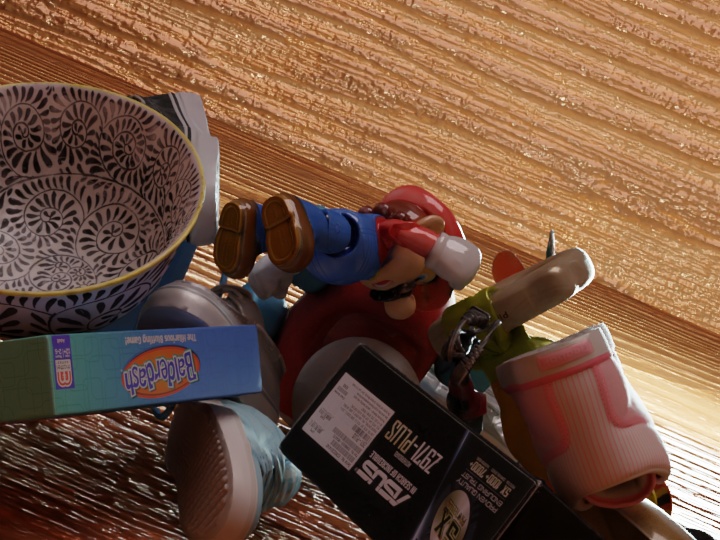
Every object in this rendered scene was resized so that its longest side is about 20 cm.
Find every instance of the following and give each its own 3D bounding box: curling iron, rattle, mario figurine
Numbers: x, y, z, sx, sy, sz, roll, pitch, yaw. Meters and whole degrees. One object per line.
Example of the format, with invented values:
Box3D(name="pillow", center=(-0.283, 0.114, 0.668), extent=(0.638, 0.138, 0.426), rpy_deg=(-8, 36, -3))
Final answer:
Box3D(name="curling iron", center=(0.072, 0.075, 1.103), extent=(0.025, 0.050, 0.200), rpy_deg=(27, -17, 16))
Box3D(name="rattle", center=(0.131, 0.053, 1.248), extent=(0.143, 0.130, 0.200), rpy_deg=(46, 4, 3))
Box3D(name="mario figurine", center=(0.000, 0.000, 1.186), extent=(0.199, 0.107, 0.123), rpy_deg=(4, 28, -46))

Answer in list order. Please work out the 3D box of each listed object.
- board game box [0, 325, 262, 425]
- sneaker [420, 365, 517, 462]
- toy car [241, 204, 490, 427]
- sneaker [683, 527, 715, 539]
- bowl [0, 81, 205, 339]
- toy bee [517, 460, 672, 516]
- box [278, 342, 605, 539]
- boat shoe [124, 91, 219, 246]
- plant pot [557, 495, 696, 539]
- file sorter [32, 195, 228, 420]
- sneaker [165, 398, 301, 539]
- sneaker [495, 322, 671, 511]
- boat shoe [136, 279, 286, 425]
Box3D(name="board game box", center=(-0.172, 0.062, 1.007), extent=(0.151, 0.046, 0.199), rpy_deg=(-8, -4, 30))
Box3D(name="sneaker", center=(0.102, 0.132, 1.459), extent=(0.200, 0.099, 0.078), rpy_deg=(42, 53, -4))
Box3D(name="toy car", center=(-0.010, 0.093, 1.281), extent=(0.183, 0.177, 0.201), rpy_deg=(34, 34, -14))
Box3D(name="sneaker", center=(0.276, 0.250, 1.254), extent=(0.088, 0.074, 0.199), rpy_deg=(44, -10, -29))
Box3D(name="bowl", center=(-0.195, -0.020, 1.074), extent=(0.198, 0.095, 0.202), rpy_deg=(4, 41, -4))
Box3D(name="toy bee", center=(0.165, 0.136, 1.252), extent=(0.131, 0.109, 0.199), rpy_deg=(38, 11, 34))
Box3D(name="box", center=(0.068, 0.153, 1.049), extent=(0.164, 0.086, 0.200), rpy_deg=(42, -4, -38))
Box3D(name="boat shoe", center=(-0.138, -0.070, 1.223), extent=(0.070, 0.073, 0.200), rpy_deg=(-1, 23, -12))
Box3D(name="plant pot", center=(0.196, 0.203, 1.071), extent=(0.200, 0.027, 0.200), rpy_deg=(48, -13, 15))
Box3D(name="file sorter", center=(-0.207, 0.006, 1.220), extent=(0.198, 0.140, 0.123), rpy_deg=(19, 13, -24))
Box3D(name="sneaker", center=(-0.069, 0.121, 1.086), extent=(0.081, 0.075, 0.200), rpy_deg=(15, 11, -15))
Box3D(name="sneaker", center=(0.133, 0.090, 1.045), extent=(0.200, 0.075, 0.106), rpy_deg=(17, 49, -85))
Box3D(name="boat shoe", center=(-0.090, 0.047, 1.165), extent=(0.071, 0.069, 0.200), rpy_deg=(5, -26, 22))
